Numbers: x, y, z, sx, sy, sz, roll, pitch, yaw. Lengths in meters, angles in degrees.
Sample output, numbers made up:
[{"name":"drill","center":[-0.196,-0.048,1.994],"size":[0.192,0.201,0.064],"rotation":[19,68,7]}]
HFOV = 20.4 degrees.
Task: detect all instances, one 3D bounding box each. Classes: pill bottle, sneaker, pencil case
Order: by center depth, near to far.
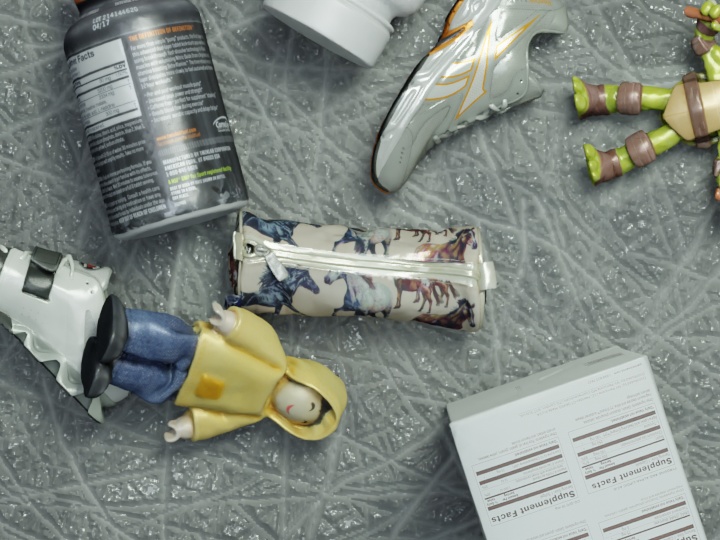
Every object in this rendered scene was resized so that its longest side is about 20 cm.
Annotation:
[{"name":"pill bottle","center":[0.017,-0.258,1.465],"size":[0.113,0.113,0.201],"rotation":[29,90,1]},{"name":"pill bottle","center":[-0.156,-0.131,1.472],"size":[0.105,0.106,0.202],"rotation":[-15,90,1]},{"name":"pencil case","center":[0.000,0.000,1.476],"size":[0.198,0.089,0.078],"rotation":[4,92,1]},{"name":"sneaker","center":[0.083,-0.134,1.485],"size":[0.092,0.076,0.201],"rotation":[33,92,-3]},{"name":"sneaker","center":[-0.234,0.013,1.493],"size":[0.089,0.074,0.200],"rotation":[-45,100,-1]}]

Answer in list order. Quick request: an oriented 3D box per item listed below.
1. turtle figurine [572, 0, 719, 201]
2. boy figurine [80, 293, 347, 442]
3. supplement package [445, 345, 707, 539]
[{"name":"turtle figurine","center":[0.241,-0.127,1.484],"size":[0.160,0.064,0.202],"rotation":[-10,98,9]},{"name":"boy figurine","center":[-0.105,0.082,1.469],"size":[0.199,0.065,0.125],"rotation":[18,119,-22]},{"name":"supplement package","center":[0.159,0.173,1.420],"size":[0.146,0.191,0.201],"rotation":[-19,90,2]}]
